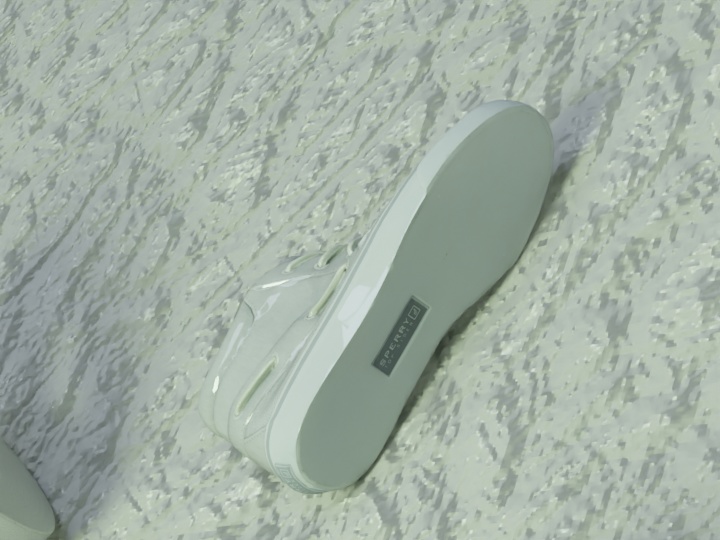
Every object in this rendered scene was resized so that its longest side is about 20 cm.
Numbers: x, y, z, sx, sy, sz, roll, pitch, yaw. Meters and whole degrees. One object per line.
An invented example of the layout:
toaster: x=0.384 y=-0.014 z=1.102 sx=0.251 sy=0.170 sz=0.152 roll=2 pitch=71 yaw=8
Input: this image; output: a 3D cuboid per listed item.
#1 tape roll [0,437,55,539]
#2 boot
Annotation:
tape roll: x=-0.230 y=0.068 z=1.204 sx=0.037 sy=0.203 sz=0.203 roll=-46 pitch=33 yaw=0
boot: x=0.000 y=0.000 z=1.130 sx=0.095 sy=0.074 sz=0.200 roll=24 pitch=75 yaw=48
